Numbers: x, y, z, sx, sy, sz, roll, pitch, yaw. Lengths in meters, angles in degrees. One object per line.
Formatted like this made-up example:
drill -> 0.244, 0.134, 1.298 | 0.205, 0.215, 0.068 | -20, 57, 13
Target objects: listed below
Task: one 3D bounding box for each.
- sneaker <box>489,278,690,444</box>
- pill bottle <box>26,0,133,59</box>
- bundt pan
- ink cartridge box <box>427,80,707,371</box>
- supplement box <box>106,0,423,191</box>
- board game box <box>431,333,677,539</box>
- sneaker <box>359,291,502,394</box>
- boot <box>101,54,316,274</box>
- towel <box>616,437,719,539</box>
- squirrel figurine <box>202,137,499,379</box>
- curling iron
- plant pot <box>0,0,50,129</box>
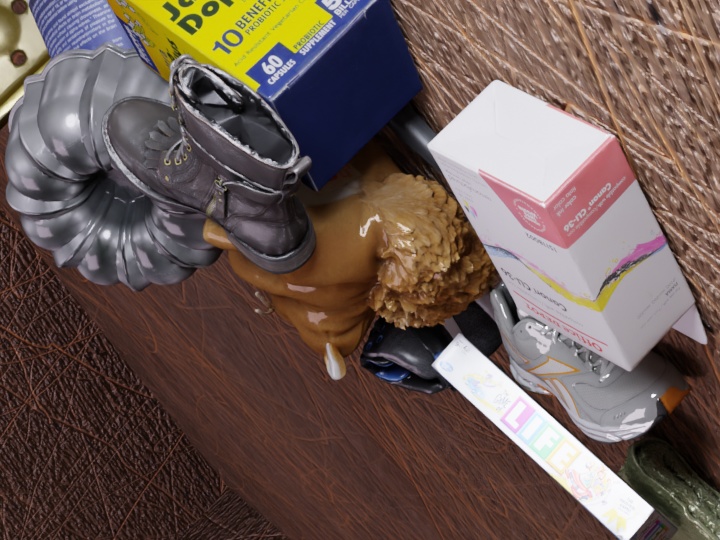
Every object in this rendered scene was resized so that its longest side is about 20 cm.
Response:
sneaker -> 0.152, 0.055, 1.429 | 0.200, 0.076, 0.092 | 22, 150, 58
pill bottle -> -0.197, -0.198, 1.575 | 0.111, 0.110, 0.201 | 106, 141, -76
bundt pan -> -0.177, -0.066, 1.496 | 0.200, 0.076, 0.203 | 6, 129, 7
ink cartridge box -> 0.135, -0.014, 1.265 | 0.116, 0.067, 0.200 | 32, 161, 47
supplement box -> -0.072, -0.166, 1.363 | 0.200, 0.109, 0.110 | 37, 165, 33
board game box -> 0.150, 0.137, 1.531 | 0.200, 0.034, 0.134 | 43, -179, 21
sneaker -> 0.022, 0.024, 1.650 | 0.200, 0.112, 0.073 | 37, 164, 33
boot -> -0.102, -0.091, 1.320 | 0.199, 0.069, 0.174 | 34, 162, 18
towel -> 0.283, 0.216, 1.583 | 0.200, 0.036, 0.149 | 42, 168, 12
squirrel figurine -> 0.000, 0.000, 1.479 | 0.198, 0.142, 0.188 | 11, 140, 15
curling iron -> 0.015, -0.112, 1.431 | 0.199, 0.026, 0.050 | 37, 129, 19
plant pot -> -0.353, -0.239, 1.876 | 0.194, 0.195, 0.200 | 46, 172, -1
